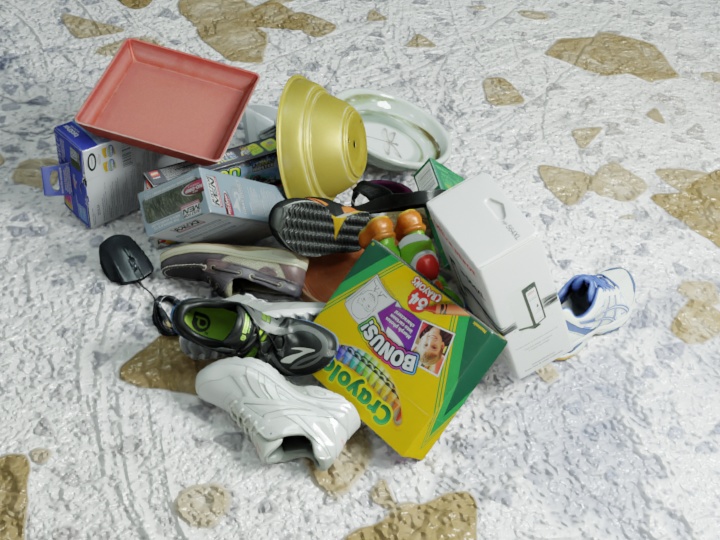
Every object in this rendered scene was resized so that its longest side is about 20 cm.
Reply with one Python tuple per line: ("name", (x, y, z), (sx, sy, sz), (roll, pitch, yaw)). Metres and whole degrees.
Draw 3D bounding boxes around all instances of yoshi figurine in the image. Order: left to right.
("yoshi figurine", (0.073, 0.030, 1.377), (0.112, 0.112, 0.200), (-34, 65, 13))

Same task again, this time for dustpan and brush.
("dustpan and brush", (-0.075, -0.189, 1.646), (0.200, 0.057, 0.140), (22, 35, -29))

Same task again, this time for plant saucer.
("plant saucer", (-0.257, -0.222, 1.481), (0.199, 0.037, 0.200), (16, 46, 1))
("plant saucer", (0.000, 0.000, 1.469), (0.200, 0.032, 0.201), (4, 42, -4))
("plant saucer", (0.039, -0.203, 1.666), (0.200, 0.050, 0.200), (17, 35, -12))

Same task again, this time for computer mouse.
("computer mouse", (-0.282, 0.013, 1.417), (0.059, 0.034, 0.200), (-23, 50, -30))

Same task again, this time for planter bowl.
("planter bowl", (-0.042, -0.172, 1.509), (0.083, 0.201, 0.201), (-1, 39, 18))

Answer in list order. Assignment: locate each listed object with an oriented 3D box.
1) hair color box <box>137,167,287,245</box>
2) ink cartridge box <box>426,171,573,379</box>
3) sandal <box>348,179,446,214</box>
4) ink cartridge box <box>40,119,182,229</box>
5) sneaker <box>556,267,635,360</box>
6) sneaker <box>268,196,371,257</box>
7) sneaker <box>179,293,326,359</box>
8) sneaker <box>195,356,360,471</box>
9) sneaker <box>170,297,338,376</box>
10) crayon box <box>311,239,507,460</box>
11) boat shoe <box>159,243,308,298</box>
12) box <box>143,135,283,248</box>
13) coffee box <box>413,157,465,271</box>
("hair color box", (-0.180, -0.076, 1.401), (0.099, 0.200, 0.061), (-20, 79, 24))
("ink cartridge box", (0.165, 0.006, 1.294), (0.084, 0.200, 0.146), (-29, 41, -4))
("sandal", (0.039, -0.104, 1.502), (0.075, 0.048, 0.200), (-5, -1, -45))
("ink cartridge box", (-0.340, -0.150, 1.514), (0.200, 0.137, 0.076), (-29, 52, -34))
("sneaker", (0.303, 0.038, 1.422), (0.075, 0.088, 0.200), (31, 46, 28))
("sneaker", (-0.072, -0.062, 1.417), (0.090, 0.070, 0.200), (20, 9, 32))
("sneaker", (-0.125, 0.054, 1.358), (0.199, 0.075, 0.082), (-2, 44, -9))
("sneaker", (-0.107, 0.166, 1.240), (0.199, 0.078, 0.100), (16, 50, 16))
("sneaker", (-0.125, 0.078, 1.267), (0.199, 0.083, 0.071), (15, 86, -2))
("crayon box", (0.042, 0.091, 1.278), (0.200, 0.058, 0.173), (39, 95, 32))
("boat shoe", (-0.166, 0.005, 1.411), (0.199, 0.072, 0.065), (2, 72, 9))
("box", (-0.198, -0.108, 1.506), (0.200, 0.110, 0.035), (-20, 48, -26))
("coffee box", (0.145, -0.058, 1.499), (0.123, 0.044, 0.200), (27, 31, -34))
